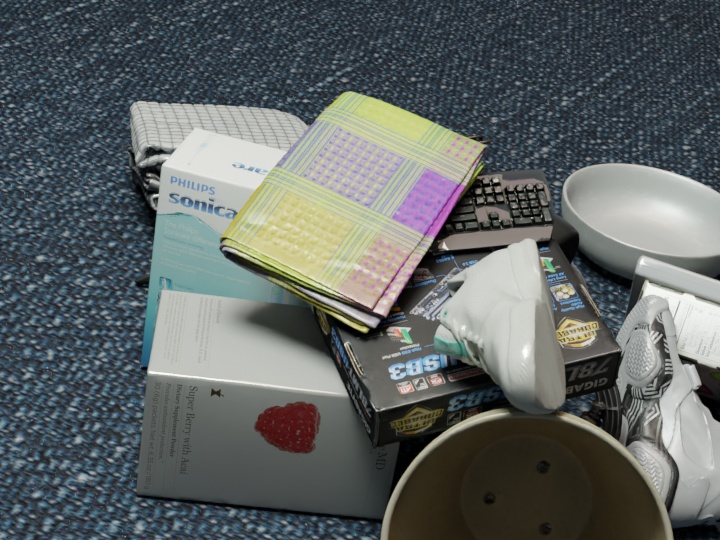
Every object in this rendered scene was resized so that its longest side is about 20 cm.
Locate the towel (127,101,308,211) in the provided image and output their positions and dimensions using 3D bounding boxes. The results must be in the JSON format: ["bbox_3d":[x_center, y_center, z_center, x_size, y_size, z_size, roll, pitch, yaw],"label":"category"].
[{"bbox_3d":[-0.137,-0.106,1.593,0.198,0.086,0.166,1,21,-15],"label":"towel"}]

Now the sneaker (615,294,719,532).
[{"bbox_3d":[0.270,0.124,1.305,0.114,0.075,0.201,11,68,-16],"label":"sneaker"}]

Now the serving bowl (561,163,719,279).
[{"bbox_3d":[0.304,-0.039,1.658,0.199,0.066,0.201,7,31,-4],"label":"serving bowl"}]

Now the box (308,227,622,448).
[{"bbox_3d":[0.070,0.029,1.206,0.199,0.050,0.199,-14,48,-14],"label":"box"}]

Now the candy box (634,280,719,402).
[{"bbox_3d":[0.341,0.082,1.388,0.199,0.061,0.136,19,-11,21],"label":"candy box"}]

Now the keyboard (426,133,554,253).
[{"bbox_3d":[0.051,-0.064,1.249,0.198,0.021,0.128,-5,48,-8],"label":"keyboard"}]

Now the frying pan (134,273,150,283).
[{"bbox_3d":[-0.107,-0.013,1.469,0.189,0.031,0.115,-22,4,-25],"label":"frying pan"}]

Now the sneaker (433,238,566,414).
[{"bbox_3d":[0.092,0.048,1.097,0.088,0.076,0.200,-15,21,10],"label":"sneaker"}]

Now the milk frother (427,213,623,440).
[{"bbox_3d":[0.153,0.074,1.357,0.200,0.181,0.188,51,41,7],"label":"milk frother"}]

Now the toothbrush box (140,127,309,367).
[{"bbox_3d":[-0.099,-0.002,1.338,0.145,0.201,0.085,14,30,8],"label":"toothbrush box"}]

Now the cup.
[{"bbox_3d":[0.120,0.182,1.129,0.199,0.202,0.143,13,10,5],"label":"cup"}]

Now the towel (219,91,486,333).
[{"bbox_3d":[-0.004,-0.051,1.212,0.143,0.023,0.200,24,56,15],"label":"towel"}]

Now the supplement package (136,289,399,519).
[{"bbox_3d":[-0.070,0.106,1.242,0.198,0.122,0.120,6,31,-5],"label":"supplement package"}]

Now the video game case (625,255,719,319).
[{"bbox_3d":[0.344,0.050,1.443,0.199,0.022,0.182,19,-12,11],"label":"video game case"}]
